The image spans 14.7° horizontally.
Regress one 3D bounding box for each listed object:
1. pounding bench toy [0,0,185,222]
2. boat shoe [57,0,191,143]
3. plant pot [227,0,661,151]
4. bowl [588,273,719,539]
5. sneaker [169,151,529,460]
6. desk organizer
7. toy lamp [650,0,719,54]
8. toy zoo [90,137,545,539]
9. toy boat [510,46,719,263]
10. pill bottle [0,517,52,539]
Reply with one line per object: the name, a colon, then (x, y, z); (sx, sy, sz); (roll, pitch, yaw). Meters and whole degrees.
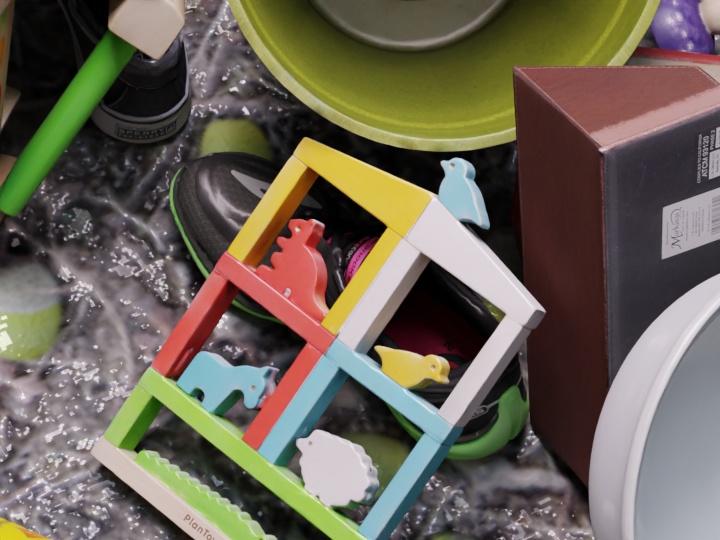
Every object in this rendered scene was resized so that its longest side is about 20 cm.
pounding bench toy: (-0.181, -0.072, 1.239); (0.199, 0.157, 0.124); (10, 27, 1)
boat shoe: (-0.128, -0.157, 1.369); (0.071, 0.068, 0.201); (-10, 55, -13)
plant pot: (0.031, -0.161, 1.275); (0.199, 0.193, 0.202); (0, 96, -3)
bowl: (0.164, 0.081, 1.143); (0.201, 0.202, 0.090); (-30, 22, -25)
sneaker: (0.000, 0.000, 1.259); (0.200, 0.084, 0.077); (35, 57, 18)
desk organizer: (0.115, 0.002, 1.193); (0.071, 0.201, 0.077); (-20, 40, -19)
toy lamp: (0.237, -0.151, 1.348); (0.199, 0.058, 0.058); (-21, 51, 21)
toy zoo: (-0.011, 0.036, 1.199); (0.131, 0.020, 0.200); (36, 96, 19)
toy boat: (0.170, -0.047, 1.307); (0.199, 0.131, 0.131); (7, 24, -1)
pill bottle: (-0.115, 0.170, 1.107); (0.199, 0.109, 0.110); (22, 55, 9)
